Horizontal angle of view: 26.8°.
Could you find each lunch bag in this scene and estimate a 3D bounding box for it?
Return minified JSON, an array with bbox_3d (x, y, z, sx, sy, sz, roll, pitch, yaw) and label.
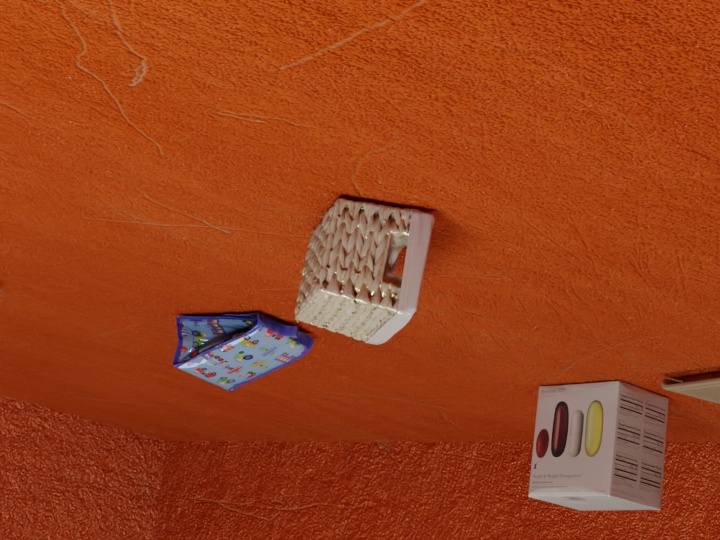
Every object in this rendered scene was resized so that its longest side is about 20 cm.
[{"bbox_3d":[-0.187,0.123,2.509,0.199,0.095,0.150,-14,153,32],"label":"lunch bag"}]

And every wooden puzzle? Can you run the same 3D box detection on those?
[{"bbox_3d":[0.620,0.193,2.454,0.184,0.038,0.200,16,167,-29],"label":"wooden puzzle"}]

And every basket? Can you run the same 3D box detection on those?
[{"bbox_3d":[0.000,0.000,1.856,0.123,0.137,0.200,14,164,-9],"label":"basket"}]

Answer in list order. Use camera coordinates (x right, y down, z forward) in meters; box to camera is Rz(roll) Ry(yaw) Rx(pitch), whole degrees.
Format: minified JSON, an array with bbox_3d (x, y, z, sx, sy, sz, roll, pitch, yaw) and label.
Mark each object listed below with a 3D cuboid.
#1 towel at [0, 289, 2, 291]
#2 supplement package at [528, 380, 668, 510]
[{"bbox_3d":[-0.702,0.016,2.468,0.199,0.024,0.147,19,163,-31],"label":"towel"},{"bbox_3d":[0.418,0.311,2.657,0.147,0.202,0.191,20,160,-38],"label":"supplement package"}]
